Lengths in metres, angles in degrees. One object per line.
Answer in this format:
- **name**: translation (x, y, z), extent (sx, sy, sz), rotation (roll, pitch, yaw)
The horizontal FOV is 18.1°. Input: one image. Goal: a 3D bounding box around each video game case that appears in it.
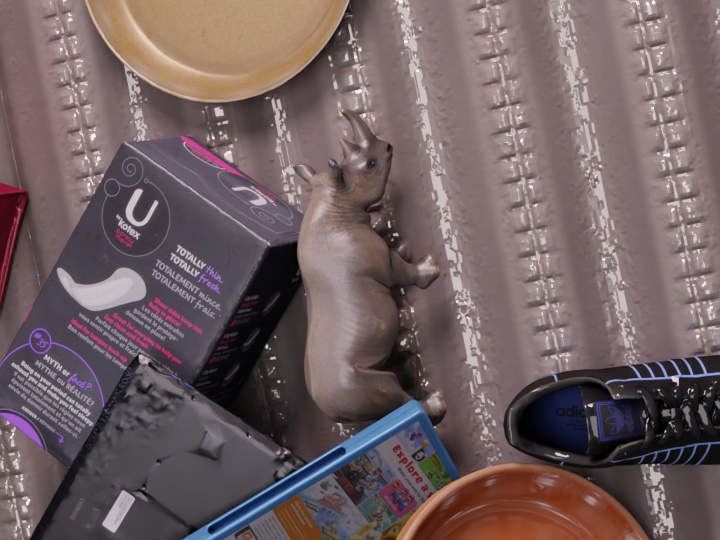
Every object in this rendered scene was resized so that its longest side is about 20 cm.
- **video game case**: translation (-0.022, 0.182, 1.380), extent (0.199, 0.018, 0.143), rotation (-31, 124, -3)

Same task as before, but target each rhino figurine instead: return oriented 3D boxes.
- **rhino figurine**: translation (0.000, 0.000, 1.396), extent (0.060, 0.087, 0.201), rotation (-1, 94, 59)

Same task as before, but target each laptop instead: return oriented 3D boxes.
- **laptop**: translation (-0.086, 0.167, 1.425), extent (0.199, 0.103, 0.178), rotation (32, 105, 6)

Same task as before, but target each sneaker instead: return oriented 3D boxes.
- **sneaker**: translation (0.182, 0.087, 1.344), extent (0.199, 0.078, 0.071), rotation (-8, 92, 22)

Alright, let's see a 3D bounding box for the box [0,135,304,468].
- **box**: translation (-0.130, 0.029, 1.445), extent (0.122, 0.106, 0.201), rotation (35, 106, 14)

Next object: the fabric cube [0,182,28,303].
- **fabric cube**: translation (-0.367, 0.014, 1.489), extent (0.198, 0.200, 0.197), rotation (17, 100, 17)

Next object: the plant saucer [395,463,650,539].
- **plant saucer**: translation (0.098, 0.217, 1.349), extent (0.032, 0.200, 0.201), rotation (-29, 82, 62)

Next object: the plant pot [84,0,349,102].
- **plant pot**: translation (-0.089, -0.208, 1.452), extent (0.199, 0.027, 0.201), rotation (2, 95, 21)
